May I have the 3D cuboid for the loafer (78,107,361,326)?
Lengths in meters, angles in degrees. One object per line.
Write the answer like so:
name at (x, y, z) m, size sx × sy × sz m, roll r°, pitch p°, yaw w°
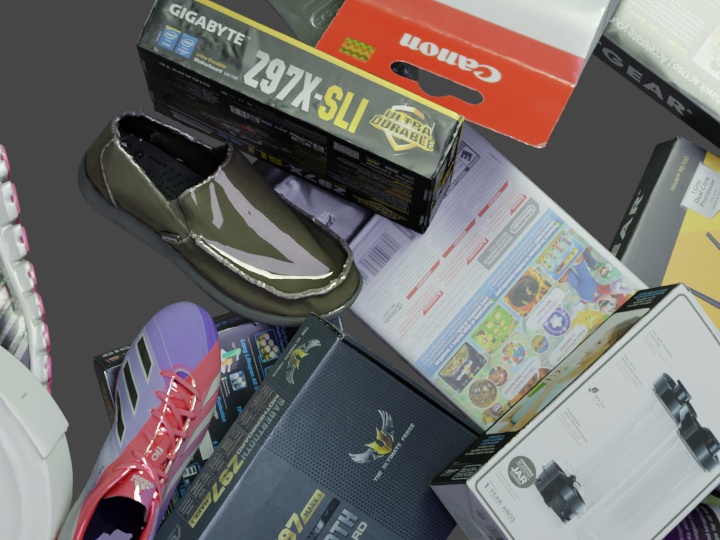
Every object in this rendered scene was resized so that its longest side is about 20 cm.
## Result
loafer at (-0.089, -0.035, 1.556) m, size 0.199 × 0.070 × 0.075 m, roll 28°, pitch 54°, yaw 9°

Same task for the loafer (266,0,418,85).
loafer at (-0.023, -0.184, 1.626) m, size 0.075 × 0.070 × 0.201 m, roll -27°, pitch 84°, yaw 12°

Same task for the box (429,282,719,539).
box at (0.155, 0.114, 1.557) m, size 0.200 × 0.060 × 0.117 m, roll -41°, pitch 100°, yaw -20°

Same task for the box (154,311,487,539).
box at (-0.025, 0.150, 1.547) m, size 0.157 × 0.051 × 0.201 m, roll 37°, pitch 88°, yaw -32°

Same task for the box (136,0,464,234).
box at (-0.037, -0.098, 1.541) m, size 0.199 × 0.160 × 0.050 m, roll 25°, pitch 81°, yaw 5°

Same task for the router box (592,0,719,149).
router box at (0.215, -0.196, 1.656) m, size 0.200 × 0.051 × 0.149 m, roll 38°, pitch 81°, yaw 9°

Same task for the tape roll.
tape roll at (-0.277, 0.132, 1.514) m, size 0.201 × 0.071 × 0.204 m, roll 1°, pitch 102°, yaw 5°

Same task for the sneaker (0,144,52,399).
sneaker at (-0.246, 0.015, 1.560) m, size 0.087 × 0.074 × 0.201 m, roll -14°, pitch 91°, yaw -10°

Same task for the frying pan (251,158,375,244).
frying pan at (-0.016, 0.005, 1.640) m, size 0.114 × 0.031 × 0.191 m, roll -23°, pitch 93°, yaw -11°

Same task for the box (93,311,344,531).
box at (-0.069, 0.128, 1.601) m, size 0.158 × 0.046 × 0.201 m, roll -18°, pitch 102°, yaw -14°

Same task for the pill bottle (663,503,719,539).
pill bottle at (0.180, 0.207, 1.641) m, size 0.198 × 0.112 × 0.113 m, roll 5°, pitch 88°, yaw -13°

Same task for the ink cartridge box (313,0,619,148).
ink cartridge box at (0.076, -0.179, 1.560) m, size 0.161 × 0.050 × 0.200 m, roll 22°, pitch 45°, yaw 8°

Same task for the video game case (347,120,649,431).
video game case at (0.092, 0.021, 1.620) m, size 0.200 × 0.018 × 0.143 m, roll 42°, pitch 83°, yaw 2°

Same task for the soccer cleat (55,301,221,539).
soccer cleat at (-0.130, 0.112, 1.506) m, size 0.066 × 0.076 × 0.201 m, roll 27°, pitch 77°, yaw -14°

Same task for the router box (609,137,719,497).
router box at (0.229, 0.034, 1.676) m, size 0.148 × 0.051 × 0.201 m, roll 26°, pitch 83°, yaw -9°
